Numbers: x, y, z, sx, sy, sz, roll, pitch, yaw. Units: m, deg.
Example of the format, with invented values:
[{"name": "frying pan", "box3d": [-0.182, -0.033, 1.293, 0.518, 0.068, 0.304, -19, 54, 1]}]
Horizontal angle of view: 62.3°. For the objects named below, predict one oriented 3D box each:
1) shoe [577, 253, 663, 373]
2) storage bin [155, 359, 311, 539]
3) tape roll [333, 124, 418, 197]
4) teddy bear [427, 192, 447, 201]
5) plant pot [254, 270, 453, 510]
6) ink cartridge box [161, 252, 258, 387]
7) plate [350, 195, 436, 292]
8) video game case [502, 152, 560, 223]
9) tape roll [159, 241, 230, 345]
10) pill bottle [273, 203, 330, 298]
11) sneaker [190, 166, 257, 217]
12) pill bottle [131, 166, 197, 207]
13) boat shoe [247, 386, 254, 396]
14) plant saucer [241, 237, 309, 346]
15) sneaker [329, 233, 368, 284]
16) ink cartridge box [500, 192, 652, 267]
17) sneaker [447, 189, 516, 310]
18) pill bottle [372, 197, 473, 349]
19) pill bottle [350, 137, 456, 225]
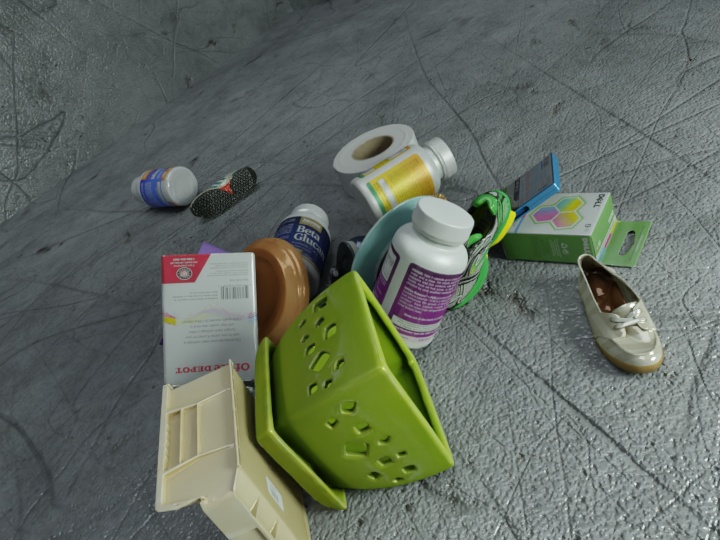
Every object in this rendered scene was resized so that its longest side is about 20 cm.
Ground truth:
[{"name": "shoe", "box3d": [0.324, 0.050, 0.768, 0.069, 0.054, 0.201, -21, 34, 10]}, {"name": "storage bin", "box3d": [-0.143, 0.248, 0.696, 0.093, 0.201, 0.199, -24, 33, 0]}, {"name": "tape roll", "box3d": [0.041, -0.252, 1.362, 0.200, 0.071, 0.203, -18, 34, 13]}, {"name": "teddy bear", "box3d": [0.104, -0.072, 1.033, 0.146, 0.066, 0.200, -64, -5, 0]}, {"name": "plant pot", "box3d": [-0.021, 0.158, 0.743, 0.180, 0.201, 0.200, -30, 32, 7]}, {"name": "ink cartridge box", "box3d": [-0.240, 0.076, 0.954, 0.146, 0.203, 0.086, -1, -4, -14]}, {"name": "plate", "box3d": [0.070, -0.023, 0.928, 0.199, 0.201, 0.026, -37, 53, -14]}, {"name": "video game case", "box3d": [0.236, -0.103, 0.972, 0.199, 0.018, 0.143, -38, 13, 30]}, {"name": "tape roll", "box3d": [-0.298, 0.052, 1.091, 0.201, 0.065, 0.201, -58, 18, 31]}, {"name": "pill bottle", "box3d": [-0.117, -0.041, 1.148, 0.110, 0.112, 0.201, -14, 36, 19]}, {"name": "sneaker", "box3d": [-0.371, -0.208, 1.609, 0.199, 0.071, 0.093, -39, 17, -13]}, {"name": "pill bottle", "box3d": [-0.581, -0.242, 1.746, 0.198, 0.113, 0.112, 2, 43, 35]}, {"name": "boat shoe", "box3d": [-0.176, 0.204, 0.900, 0.198, 0.076, 0.061, 10, 47, 27]}, {"name": "plant saucer", "box3d": [-0.171, 0.042, 1.028, 0.199, 0.037, 0.203, -5, 82, 39]}, {"name": "sneaker", "box3d": [0.000, 0.000, 0.987, 0.081, 0.071, 0.200, -21, -14, -18]}, {"name": "ink cartridge box", "box3d": [0.328, -0.066, 0.917, 0.199, 0.060, 0.104, 6, 45, 40]}, {"name": "sneaker", "box3d": [0.157, -0.032, 0.899, 0.078, 0.202, 0.085, 32, 19, 30]}, {"name": "pill bottle", "box3d": [0.087, 0.003, 0.851, 0.111, 0.201, 0.113, 15, 30, -9]}, {"name": "pill bottle", "box3d": [0.089, -0.181, 1.193, 0.199, 0.113, 0.113, -33, 34, -8]}]
